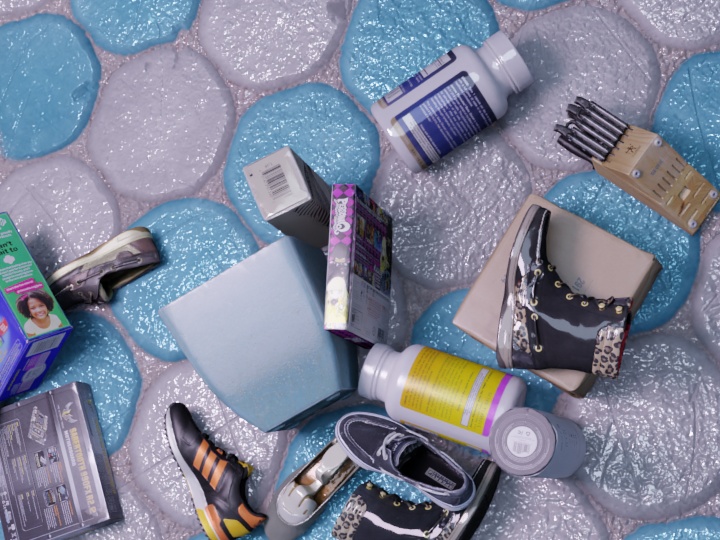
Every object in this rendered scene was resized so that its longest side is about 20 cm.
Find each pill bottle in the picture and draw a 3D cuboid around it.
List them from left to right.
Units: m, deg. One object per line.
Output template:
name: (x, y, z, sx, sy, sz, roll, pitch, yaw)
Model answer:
pill bottle: (0.102, 0.156, 1.664, 0.200, 0.104, 0.104, 18, 85, 16)
pill bottle: (0.123, -0.225, 1.725, 0.200, 0.111, 0.111, -34, 74, 7)

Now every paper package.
paper package: (0.246, 0.031, 1.651, 0.190, 0.103, 0.200, 30, 89, 19)

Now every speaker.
speaker: (0.216, 0.209, 1.576, 0.081, 0.200, 0.081, -3, 81, 19)

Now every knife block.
knife block: (0.344, -0.141, 1.688, 0.200, 0.176, 0.064, 36, 91, -27)

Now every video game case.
video game case: (0.000, 0.000, 1.669, 0.036, 0.200, 0.182, 1, 81, 15)

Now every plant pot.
plant pot: (-0.108, 0.097, 1.690, 0.196, 0.196, 0.200, -29, 80, 7)

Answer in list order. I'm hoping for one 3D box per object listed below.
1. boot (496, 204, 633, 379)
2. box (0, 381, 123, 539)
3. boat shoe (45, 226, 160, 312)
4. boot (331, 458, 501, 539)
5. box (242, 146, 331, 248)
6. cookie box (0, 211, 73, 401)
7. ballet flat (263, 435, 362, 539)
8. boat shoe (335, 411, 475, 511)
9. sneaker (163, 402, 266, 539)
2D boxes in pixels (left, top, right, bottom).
boot: (0.248, 0.030, 1.559, 0.150, 0.073, 0.200, 10, 86, 18)
box: (-0.428, 0.271, 1.808, 0.158, 0.048, 0.200, -21, 75, 9)
boat shoe: (-0.369, 0.015, 1.827, 0.200, 0.073, 0.065, -35, 68, 6)
boot: (0.071, 0.299, 1.664, 0.154, 0.073, 0.204, 32, 87, 20)
box: (-0.080, -0.089, 1.705, 0.068, 0.200, 0.082, -26, 76, 8)
cookie box: (-0.495, 0.050, 1.808, 0.200, 0.075, 0.171, 56, 137, 16)
ballet flat: (-0.060, 0.274, 1.705, 0.200, 0.064, 0.067, -46, 73, 3)
boat shoe: (0.051, 0.228, 1.621, 0.200, 0.068, 0.072, 31, 74, 25)
sneaker: (-0.190, 0.259, 1.743, 0.090, 0.070, 0.200, -23, 78, 3)
